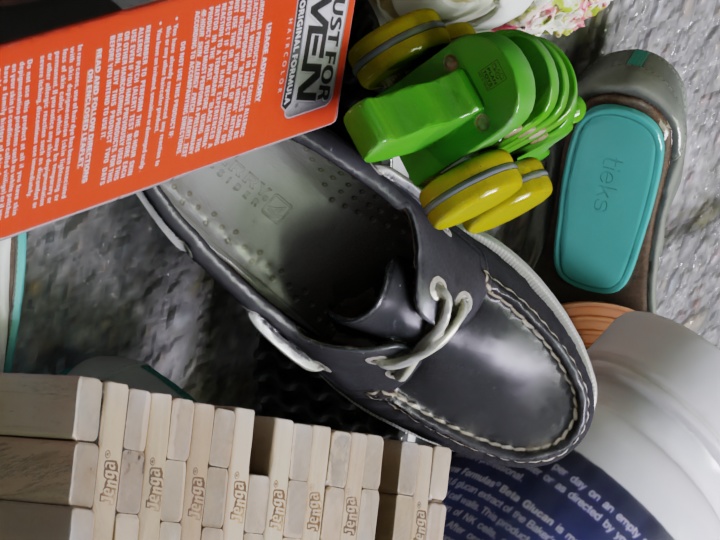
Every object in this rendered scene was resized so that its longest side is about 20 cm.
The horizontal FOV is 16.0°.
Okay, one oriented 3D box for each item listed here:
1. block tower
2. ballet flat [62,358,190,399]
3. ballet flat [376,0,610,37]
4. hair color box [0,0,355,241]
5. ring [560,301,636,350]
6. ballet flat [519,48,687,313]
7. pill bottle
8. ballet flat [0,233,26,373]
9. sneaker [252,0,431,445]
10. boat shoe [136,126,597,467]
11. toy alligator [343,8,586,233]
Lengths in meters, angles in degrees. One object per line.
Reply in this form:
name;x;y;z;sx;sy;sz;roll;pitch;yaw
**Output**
block tower;-0.048;0.067;0.765;0.200;0.058;0.054;15;79;-54
ballet flat;-0.090;0.129;0.830;0.069;0.069;0.201;18;85;-57
ballet flat;0.006;-0.114;0.783;0.200;0.075;0.064;35;46;-37
hair color box;-0.104;-0.060;0.684;0.200;0.101;0.062;-23;133;-44
ring;0.068;0.108;0.998;0.200;0.019;0.202;-13;111;-38
ballet flat;0.094;0.003;1.041;0.064;0.067;0.201;-64;169;-60
pill bottle;0.062;0.113;0.906;0.200;0.111;0.111;-48;146;-18
ballet flat;-0.146;0.056;0.763;0.069;0.069;0.201;-17;129;-47
sneaker;0.015;-0.011;0.894;0.090;0.070;0.201;-25;121;-46
boat shoe;0.000;0.000;0.806;0.074;0.060;0.200;-45;107;6
toy alligator;0.046;-0.049;0.791;0.054;0.060;0.200;-28;172;15
